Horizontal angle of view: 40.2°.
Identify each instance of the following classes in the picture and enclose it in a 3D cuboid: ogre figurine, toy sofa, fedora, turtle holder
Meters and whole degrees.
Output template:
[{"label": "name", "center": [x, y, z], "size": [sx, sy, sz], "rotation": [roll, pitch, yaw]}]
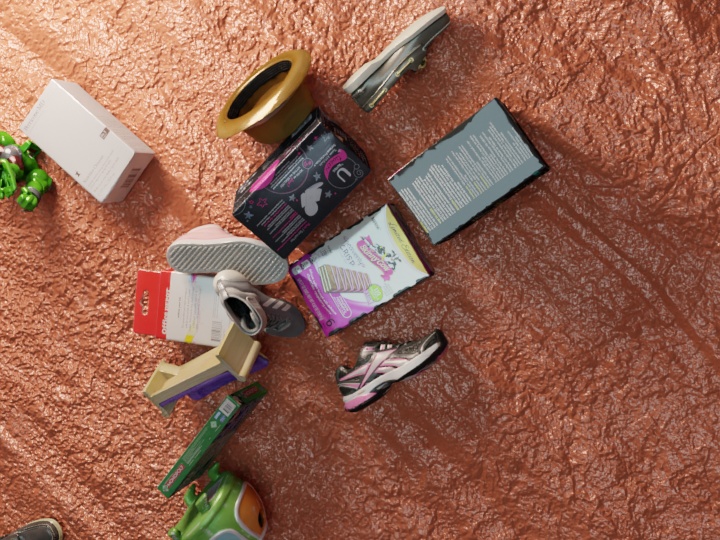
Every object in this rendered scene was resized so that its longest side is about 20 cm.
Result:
[{"label": "ogre figurine", "center": [-0.601, -0.182, 1.685], "size": [0.200, 0.120, 0.098], "rotation": [27, 104, 12]}, {"label": "toy sofa", "center": [-0.249, 0.173, 1.602], "size": [0.200, 0.083, 0.098], "rotation": [-27, 115, 33]}, {"label": "fedora", "center": [-0.139, -0.262, 1.567], "size": [0.200, 0.201, 0.082], "rotation": [-38, 121, 13]}, {"label": "turtle holder", "center": [-0.240, 0.428, 1.633], "size": [0.132, 0.141, 0.186], "rotation": [38, 91, -12]}]

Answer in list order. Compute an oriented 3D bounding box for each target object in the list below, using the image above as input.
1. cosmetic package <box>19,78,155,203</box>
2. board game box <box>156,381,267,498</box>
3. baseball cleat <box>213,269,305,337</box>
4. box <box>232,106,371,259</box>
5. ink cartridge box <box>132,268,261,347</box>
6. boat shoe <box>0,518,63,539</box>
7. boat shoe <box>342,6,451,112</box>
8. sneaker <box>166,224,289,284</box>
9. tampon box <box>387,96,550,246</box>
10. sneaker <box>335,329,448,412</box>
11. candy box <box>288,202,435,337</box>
[{"label": "cosmetic package", "center": [-0.462, -0.219, 1.668], "size": [0.200, 0.081, 0.113], "rotation": [39, 103, 7]}, {"label": "board game box", "center": [-0.242, 0.277, 1.624], "size": [0.029, 0.135, 0.200], "rotation": [40, 101, 8]}, {"label": "baseball cleat", "center": [-0.156, 0.077, 1.554], "size": [0.070, 0.200, 0.107], "rotation": [-42, 41, 18]}, {"label": "box", "center": [-0.093, -0.139, 1.548], "size": [0.200, 0.132, 0.115], "rotation": [-44, 108, 12]}, {"label": "ink cartridge box", "center": [-0.273, 0.061, 1.649], "size": [0.199, 0.067, 0.117], "rotation": [7, 96, 12]}, {"label": "boat shoe", "center": [-0.628, 0.509, 1.768], "size": [0.200, 0.066, 0.072], "rotation": [-26, 87, 14]}, {"label": "boat shoe", "center": [0.066, -0.331, 1.542], "size": [0.202, 0.072, 0.060], "rotation": [-40, 106, 6]}, {"label": "sneaker", "center": [-0.206, -0.033, 1.610], "size": [0.199, 0.105, 0.076], "rotation": [6, 112, 8]}, {"label": "tampon box", "center": [0.166, -0.147, 1.486], "size": [0.200, 0.150, 0.126], "rotation": [-35, 86, 13]}, {"label": "sneaker", "center": [0.041, 0.143, 1.578], "size": [0.200, 0.080, 0.087], "rotation": [-32, 76, 8]}, {"label": "candy box", "center": [0.000, 0.000, 1.583], "size": [0.200, 0.061, 0.137], "rotation": [-32, 86, 13]}]
